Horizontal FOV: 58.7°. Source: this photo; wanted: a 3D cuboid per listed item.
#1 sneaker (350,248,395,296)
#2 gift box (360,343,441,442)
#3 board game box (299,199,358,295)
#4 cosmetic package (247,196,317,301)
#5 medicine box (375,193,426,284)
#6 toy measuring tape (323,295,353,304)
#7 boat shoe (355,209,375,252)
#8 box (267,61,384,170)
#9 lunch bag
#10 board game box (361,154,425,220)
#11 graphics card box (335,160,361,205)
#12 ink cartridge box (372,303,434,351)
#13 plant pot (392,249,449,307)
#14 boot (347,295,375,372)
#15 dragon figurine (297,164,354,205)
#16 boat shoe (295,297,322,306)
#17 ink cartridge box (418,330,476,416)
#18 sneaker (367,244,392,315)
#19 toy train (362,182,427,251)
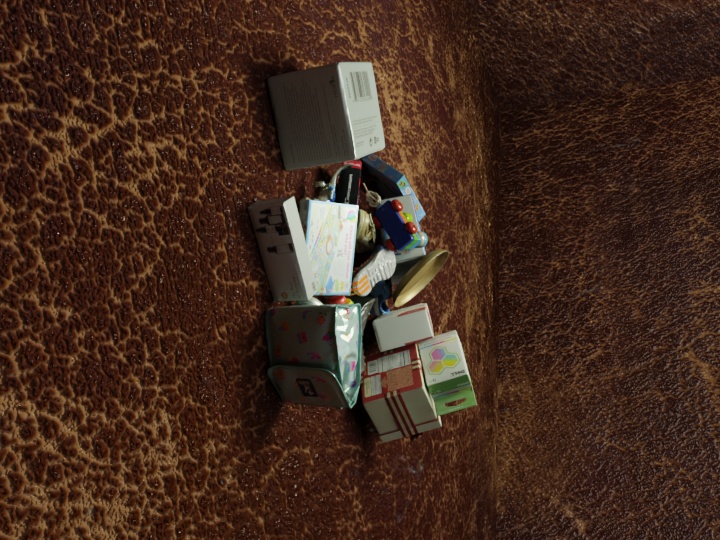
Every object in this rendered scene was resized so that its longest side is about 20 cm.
[{"bbox_3d":[0.000,0.000,1.560,0.200,0.112,0.078,-34,115,-50],"label":"sneaker"},{"bbox_3d":[0.091,0.320,1.654,0.185,0.200,0.187,-87,157,-51],"label":"gift box"},{"bbox_3d":[-0.074,-0.047,1.380,0.134,0.034,0.201,3,95,-40],"label":"board game box"},{"bbox_3d":[-0.151,-0.039,1.252,0.051,0.082,0.200,-47,129,-57],"label":"cosmetic package"},{"bbox_3d":[0.111,-0.081,1.751,0.200,0.103,0.183,77,2,-73],"label":"medicine box"},{"bbox_3d":[-0.035,0.100,1.414,0.200,0.073,0.074,-145,-138,-68],"label":"toy measuring tape"},{"bbox_3d":[0.012,-0.096,1.587,0.200,0.063,0.073,99,-1,-75],"label":"boat shoe"},{"bbox_3d":[-0.068,-0.335,1.385,0.199,0.171,0.201,-40,123,-63],"label":"box"},{"bbox_3d":[-0.089,0.167,1.249,0.122,0.170,0.201,2,86,-62],"label":"lunch bag"},{"bbox_3d":[0.095,-0.235,1.812,0.037,0.151,0.200,-46,145,-6],"label":"board game box"},{"bbox_3d":[-0.036,-0.148,1.526,0.126,0.051,0.200,109,-11,-65],"label":"graphics card box"},{"bbox_3d":[0.117,0.148,1.705,0.200,0.146,0.083,-5,80,-84],"label":"ink cartridge box"},{"bbox_3d":[0.152,0.015,1.674,0.027,0.200,0.200,46,17,15],"label":"plant pot"},{"bbox_3d":[-0.012,0.167,1.590,0.200,0.069,0.175,-43,131,-57],"label":"boot"},{"bbox_3d":[-0.073,-0.145,1.432,0.200,0.059,0.099,-54,131,-23],"label":"dragon figurine"},{"bbox_3d":[-0.094,0.147,1.369,0.072,0.070,0.201,-72,152,-51],"label":"boat shoe"},{"bbox_3d":[0.213,0.251,1.592,0.200,0.104,0.059,-97,166,-47],"label":"ink cartridge box"},{"bbox_3d":[0.050,0.029,1.665,0.074,0.082,0.200,-44,145,-58],"label":"sneaker"},{"bbox_3d":[0.088,-0.138,1.610,0.116,0.085,0.200,6,48,-55],"label":"toy train"}]
